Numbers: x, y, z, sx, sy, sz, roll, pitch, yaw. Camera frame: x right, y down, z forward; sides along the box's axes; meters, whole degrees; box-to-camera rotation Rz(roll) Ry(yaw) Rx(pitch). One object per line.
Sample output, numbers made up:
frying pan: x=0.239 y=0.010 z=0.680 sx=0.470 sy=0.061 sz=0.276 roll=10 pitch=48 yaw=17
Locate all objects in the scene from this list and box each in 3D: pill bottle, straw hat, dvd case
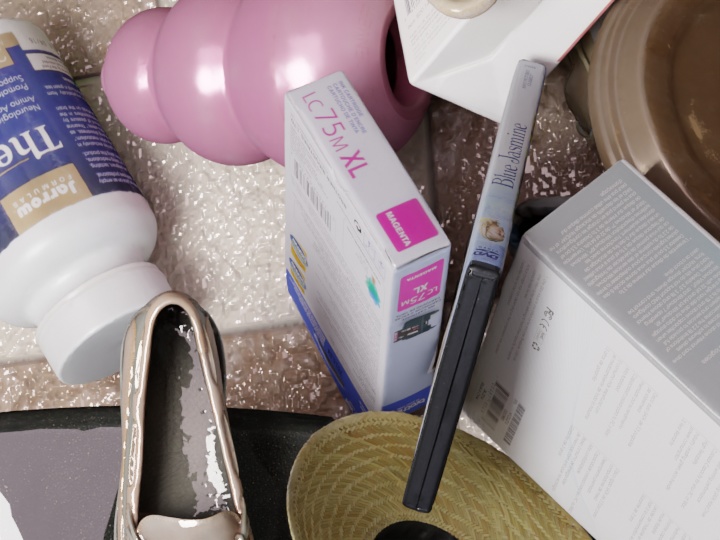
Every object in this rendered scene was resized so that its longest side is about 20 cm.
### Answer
pill bottle: x=-0.188 y=-0.038 z=1.258 sx=0.111 sy=0.111 sz=0.201 roll=-37 pitch=72 yaw=13
straw hat: x=0.029 y=0.171 z=1.029 sx=0.201 sy=0.200 sz=0.085 roll=47 pitch=125 yaw=20
dvd case: x=0.057 y=0.004 z=1.056 sx=0.017 sy=0.201 sz=0.144 roll=15 pitch=124 yaw=1

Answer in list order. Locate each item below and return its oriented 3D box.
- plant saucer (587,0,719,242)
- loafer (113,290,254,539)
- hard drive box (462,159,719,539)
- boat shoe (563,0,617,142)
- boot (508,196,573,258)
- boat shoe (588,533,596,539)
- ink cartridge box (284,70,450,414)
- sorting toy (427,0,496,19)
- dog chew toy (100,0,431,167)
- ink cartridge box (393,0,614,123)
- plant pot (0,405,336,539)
plant saucer: x=0.208 y=-0.074 z=1.080 sx=0.201 sy=0.199 sz=0.029 roll=67 pitch=151 yaw=15
loafer: x=-0.087 y=0.109 z=1.043 sx=0.071 sy=0.063 sz=0.202 roll=-6 pitch=78 yaw=-6
hard drive box: x=0.154 y=0.073 z=1.023 sx=0.077 sy=0.156 sz=0.200 roll=-35 pitch=69 yaw=-29
boat shoe: x=0.150 y=-0.093 z=1.141 sx=0.068 sy=0.074 sz=0.201 roll=-37 pitch=45 yaw=34
boot: x=0.168 y=0.015 z=1.119 sx=0.199 sy=0.095 sz=0.074 roll=18 pitch=90 yaw=22
boat shoe: x=0.176 y=0.211 z=1.109 sx=0.086 sy=0.075 sz=0.203 roll=-23 pitch=66 yaw=15
ink cartridge box: x=0.000 y=0.000 z=1.146 sx=0.042 sy=0.201 sz=0.120 roll=-22 pitch=62 yaw=-17
sorting toy: x=0.064 y=-0.245 z=1.090 sx=0.201 sy=0.036 sz=0.185 roll=-57 pitch=33 yaw=14
dog chew toy: x=-0.060 y=-0.114 z=1.218 sx=0.198 sy=0.124 sz=0.126 roll=0 pitch=83 yaw=30
ink cartridge box: x=0.070 y=-0.194 z=1.155 sx=0.117 sy=0.067 sz=0.201 roll=-47 pitch=37 yaw=36
plant pot: x=-0.076 y=0.166 z=1.154 sx=0.176 sy=0.200 sz=0.202 roll=-13 pitch=78 yaw=6
